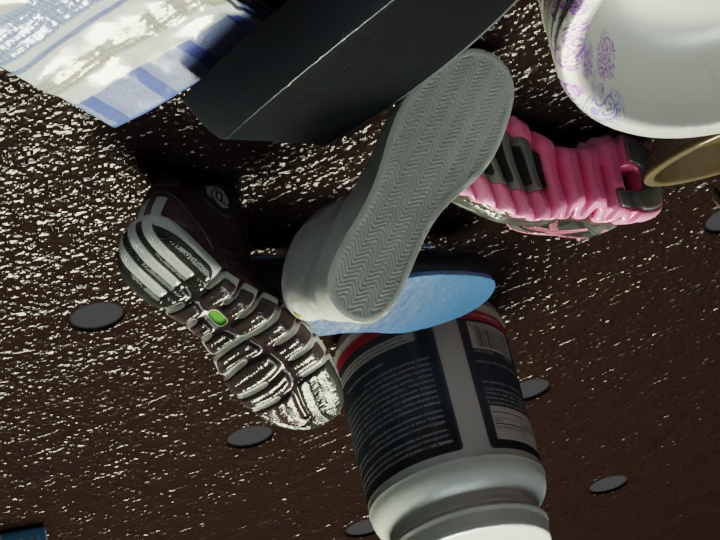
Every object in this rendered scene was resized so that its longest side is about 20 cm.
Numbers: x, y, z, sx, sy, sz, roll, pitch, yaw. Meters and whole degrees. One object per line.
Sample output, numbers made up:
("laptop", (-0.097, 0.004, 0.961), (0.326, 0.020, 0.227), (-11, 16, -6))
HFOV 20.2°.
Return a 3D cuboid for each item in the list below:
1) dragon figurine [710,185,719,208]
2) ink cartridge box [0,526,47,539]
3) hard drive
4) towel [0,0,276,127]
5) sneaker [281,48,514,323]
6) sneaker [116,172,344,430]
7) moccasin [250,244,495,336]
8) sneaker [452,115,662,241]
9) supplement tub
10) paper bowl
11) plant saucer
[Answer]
("dragon figurine", (0.326, -0.070, 1.391), (0.099, 0.059, 0.200), (-15, 169, -24))
("ink cartridge box", (-0.368, 0.295, 1.796), (0.198, 0.067, 0.116), (-10, 152, -10))
("hard drive", (0.003, -0.137, 1.198), (0.199, 0.043, 0.134), (-36, 159, 33))
("towel", (-0.152, -0.147, 1.154), (0.146, 0.024, 0.200), (-28, 149, 24))
("sneaker", (0.015, -0.054, 1.302), (0.074, 0.201, 0.115), (39, 163, -16))
("sneaker", (-0.075, 0.008, 1.353), (0.075, 0.116, 0.200), (-27, 122, 25))
("moccasin", (0.000, 0.000, 1.444), (0.198, 0.069, 0.081), (-3, 142, -23))
("sneaker", (0.113, -0.054, 1.403), (0.198, 0.080, 0.095), (9, 156, -34))
("supplement tub", (0.064, 0.130, 1.561), (0.139, 0.202, 0.141), (-10, 152, -6))
("paper bowl", (0.199, -0.176, 1.168), (0.198, 0.105, 0.201), (-9, 146, -6))
("plant saucer", (0.281, -0.105, 1.365), (0.198, 0.030, 0.200), (-19, 171, -3))
